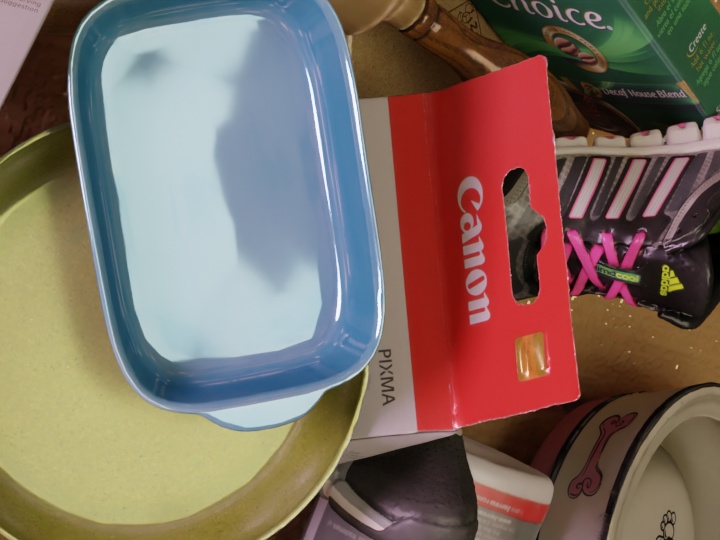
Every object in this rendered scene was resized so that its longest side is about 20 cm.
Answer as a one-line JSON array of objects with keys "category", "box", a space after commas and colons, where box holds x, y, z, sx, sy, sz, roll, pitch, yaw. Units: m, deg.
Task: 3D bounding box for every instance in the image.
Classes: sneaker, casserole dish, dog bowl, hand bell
[{"category": "sneaker", "box": [0.015, 0.038, 1.190, 0.075, 0.200, 0.116, 6, 118, -25]}, {"category": "casserole dish", "box": [-0.058, -0.033, 1.058, 0.121, 0.039, 0.201, -10, 94, -12]}, {"category": "dog bowl", "box": [0.151, 0.157, 1.373, 0.200, 0.074, 0.201, -12, 105, -52]}, {"category": "sneaker", "box": [0.123, -0.013, 1.152, 0.199, 0.088, 0.074, -13, 133, -13]}, {"category": "hand bell", "box": [0.031, -0.113, 1.149, 0.200, 0.104, 0.104, 34, 84, -31]}]

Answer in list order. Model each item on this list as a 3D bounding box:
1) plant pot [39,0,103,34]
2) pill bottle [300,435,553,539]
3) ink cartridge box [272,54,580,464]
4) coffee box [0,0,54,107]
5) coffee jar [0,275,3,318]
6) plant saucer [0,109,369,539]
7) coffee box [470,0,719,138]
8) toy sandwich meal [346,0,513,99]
[{"category": "plant pot", "box": [-0.125, -0.202, 1.074, 0.199, 0.027, 0.201, 0, 86, -4]}, {"category": "pill bottle", "box": [0.013, 0.180, 1.293, 0.114, 0.114, 0.201, 20, 92, -36]}, {"category": "ink cartridge box", "box": [0.000, 0.000, 1.130, 0.050, 0.200, 0.162, 10, 70, -46]}, {"category": "coffee box", "box": [-0.185, -0.122, 1.001, 0.113, 0.080, 0.200, 17, 126, -22]}, {"category": "coffee jar", "box": [-0.171, 0.038, 1.144, 0.200, 0.085, 0.104, 44, 76, -34]}, {"category": "plant saucer", "box": [-0.096, 0.031, 1.087, 0.199, 0.031, 0.201, 0, 91, -13]}, {"category": "coffee box", "box": [0.105, -0.130, 1.190, 0.044, 0.123, 0.200, -57, 135, -14]}, {"category": "toy sandwich meal", "box": [0.023, -0.127, 1.244, 0.205, 0.070, 0.206, -15, 111, -43]}]
